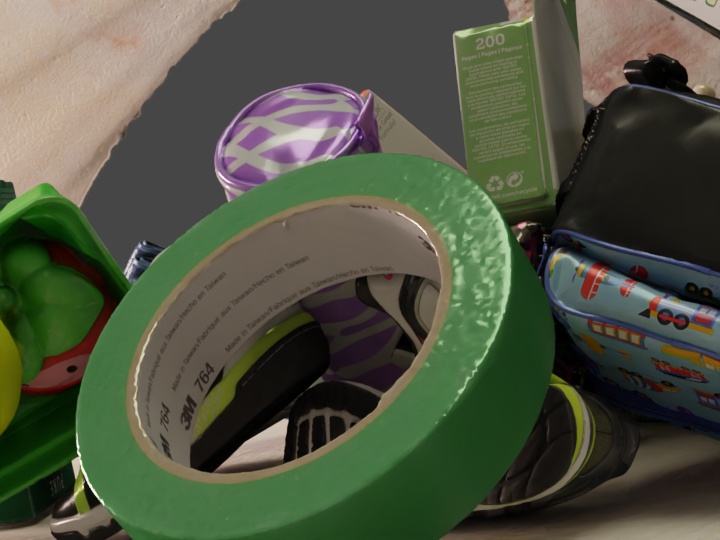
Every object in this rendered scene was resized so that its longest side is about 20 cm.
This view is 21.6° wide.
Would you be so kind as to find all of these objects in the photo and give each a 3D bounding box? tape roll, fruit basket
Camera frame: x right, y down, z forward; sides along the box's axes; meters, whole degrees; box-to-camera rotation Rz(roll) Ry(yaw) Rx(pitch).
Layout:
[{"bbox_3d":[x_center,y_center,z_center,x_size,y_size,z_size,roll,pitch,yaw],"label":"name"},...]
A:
[{"bbox_3d":[-0.020,0.039,0.775,0.200,0.048,0.201,-20,40,18],"label":"tape roll"},{"bbox_3d":[-0.204,0.056,0.957,0.215,0.156,0.216,-26,26,14],"label":"fruit basket"}]

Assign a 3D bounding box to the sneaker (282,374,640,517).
[{"bbox_3d":[0.040,0.088,0.865,0.081,0.074,0.199,16,-16,-42],"label":"sneaker"}]

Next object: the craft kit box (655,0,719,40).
[{"bbox_3d":[0.223,-0.107,0.910,0.199,0.049,0.198,25,9,-29],"label":"craft kit box"}]

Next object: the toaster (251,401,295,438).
[{"bbox_3d":[-0.101,0.056,1.134,0.129,0.114,0.200,-29,-7,13],"label":"toaster"}]

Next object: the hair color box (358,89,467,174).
[{"bbox_3d":[0.042,-0.006,1.180,0.111,0.200,0.064,-53,8,-8],"label":"hair color box"}]

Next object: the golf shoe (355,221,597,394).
[{"bbox_3d":[0.064,0.037,0.912,0.092,0.073,0.200,-2,-30,21],"label":"golf shoe"}]

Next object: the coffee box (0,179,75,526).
[{"bbox_3d":[-0.220,0.047,1.132,0.044,0.201,0.123,-11,3,2],"label":"coffee box"}]

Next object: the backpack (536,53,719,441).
[{"bbox_3d":[0.186,0.016,0.861,0.182,0.135,0.200,19,-17,25],"label":"backpack"}]

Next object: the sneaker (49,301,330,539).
[{"bbox_3d":[-0.094,0.060,0.929,0.200,0.083,0.072,-41,-8,29],"label":"sneaker"}]

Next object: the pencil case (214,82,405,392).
[{"bbox_3d":[0.000,0.000,0.932,0.085,0.200,0.084,1,49,30],"label":"pencil case"}]

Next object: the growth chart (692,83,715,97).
[{"bbox_3d":[0.213,-0.015,1.082,0.018,0.200,0.145,-39,-2,-36],"label":"growth chart"}]

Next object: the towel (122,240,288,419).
[{"bbox_3d":[-0.078,0.048,1.287,0.199,0.112,0.049,11,39,-22],"label":"towel"}]

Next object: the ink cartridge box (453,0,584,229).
[{"bbox_3d":[0.085,-0.090,0.955,0.048,0.201,0.146,-10,-24,13],"label":"ink cartridge box"}]

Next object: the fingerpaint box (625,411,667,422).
[{"bbox_3d":[0.174,-0.001,1.057,0.200,0.167,0.073,-6,26,49],"label":"fingerpaint box"}]

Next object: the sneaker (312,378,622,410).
[{"bbox_3d":[0.056,0.079,1.031,0.199,0.081,0.086,-17,12,12],"label":"sneaker"}]

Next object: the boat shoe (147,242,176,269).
[{"bbox_3d":[-0.017,0.007,1.033,0.201,0.072,0.060,-4,14,-12],"label":"boat shoe"}]
